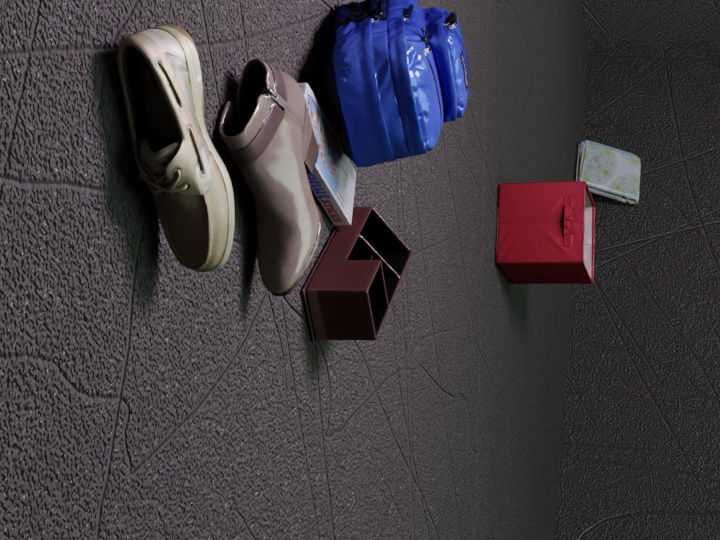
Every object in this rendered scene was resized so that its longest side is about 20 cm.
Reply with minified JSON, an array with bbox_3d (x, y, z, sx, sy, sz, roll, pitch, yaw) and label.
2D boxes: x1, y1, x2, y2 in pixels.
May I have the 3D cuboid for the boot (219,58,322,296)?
[{"bbox_3d":[-0.091,-0.096,1.222,0.146,0.069,0.203,49,42,-56],"label":"boot"}]

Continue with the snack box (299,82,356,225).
[{"bbox_3d":[-0.044,-0.127,1.432,0.200,0.024,0.073,58,35,-60],"label":"snack box"}]

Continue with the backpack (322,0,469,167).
[{"bbox_3d":[0.039,-0.224,1.455,0.201,0.165,0.164,-78,153,-60],"label":"backpack"}]

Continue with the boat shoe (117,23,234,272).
[{"bbox_3d":[-0.152,-0.090,1.006,0.065,0.071,0.203,-38,123,-58],"label":"boat shoe"}]

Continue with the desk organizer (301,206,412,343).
[{"bbox_3d":[0.000,0.000,1.484,0.201,0.076,0.073,-65,150,-55],"label":"desk organizer"}]

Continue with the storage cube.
[{"bbox_3d":[0.378,-0.073,2.569,0.200,0.177,0.174,42,50,-69],"label":"storage cube"}]

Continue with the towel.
[{"bbox_3d":[0.731,-0.289,3.734,0.048,0.197,0.173,112,-7,-55],"label":"towel"}]
